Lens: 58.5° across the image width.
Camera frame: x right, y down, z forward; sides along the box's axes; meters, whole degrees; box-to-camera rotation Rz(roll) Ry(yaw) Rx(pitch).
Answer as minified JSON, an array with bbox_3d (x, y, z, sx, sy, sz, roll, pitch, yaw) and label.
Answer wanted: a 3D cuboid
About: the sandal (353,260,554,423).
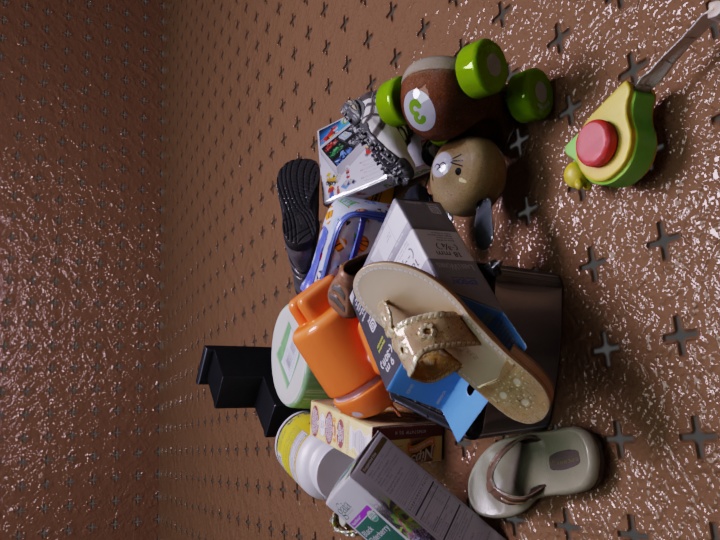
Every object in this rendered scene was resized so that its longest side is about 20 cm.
[{"bbox_3d":[0.069,0.070,0.557,0.210,0.070,0.079,35,126,11],"label":"sandal"}]

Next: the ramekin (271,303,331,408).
[{"bbox_3d":[-0.088,0.150,1.147,0.199,0.096,0.206,-13,75,61],"label":"ramekin"}]

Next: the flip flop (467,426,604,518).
[{"bbox_3d":[0.172,0.215,0.682,0.200,0.056,0.083,-42,51,53],"label":"flip flop"}]

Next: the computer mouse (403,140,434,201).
[{"bbox_3d":[0.091,-0.106,0.816,0.034,0.058,0.203,-14,47,45],"label":"computer mouse"}]

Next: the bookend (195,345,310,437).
[{"bbox_3d":[-0.197,0.243,1.244,0.201,0.195,0.094,52,129,50],"label":"bookend"}]

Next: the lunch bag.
[{"bbox_3d":[0.000,0.000,0.929,0.076,0.157,0.204,52,131,53],"label":"lunch bag"}]

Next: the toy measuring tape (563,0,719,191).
[{"bbox_3d":[0.250,-0.131,0.560,0.200,0.072,0.075,-51,44,49],"label":"toy measuring tape"}]

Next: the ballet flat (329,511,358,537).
[{"bbox_3d":[0.012,0.364,0.970,0.201,0.063,0.077,-53,42,46],"label":"ballet flat"}]

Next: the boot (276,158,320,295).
[{"bbox_3d":[-0.094,-0.068,1.003,0.133,0.068,0.203,89,-178,-49],"label":"boot"}]

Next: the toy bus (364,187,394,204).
[{"bbox_3d":[-0.008,-0.063,1.020,0.065,0.077,0.204,20,91,61],"label":"toy bus"}]

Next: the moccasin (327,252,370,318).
[{"bbox_3d":[0.041,-0.009,0.817,0.074,0.198,0.079,44,134,32],"label":"moccasin"}]

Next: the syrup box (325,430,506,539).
[{"bbox_3d":[0.064,0.292,0.745,0.199,0.081,0.079,38,132,6],"label":"syrup box"}]

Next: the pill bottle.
[{"bbox_3d":[-0.065,0.305,1.057,0.199,0.110,0.116,180,93,-67],"label":"pill bottle"}]

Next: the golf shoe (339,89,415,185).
[{"bbox_3d":[0.041,-0.191,0.849,0.093,0.078,0.202,-31,44,3],"label":"golf shoe"}]

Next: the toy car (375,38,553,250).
[{"bbox_3d":[0.108,-0.121,0.722,0.163,0.155,0.206,-4,77,52],"label":"toy car"}]

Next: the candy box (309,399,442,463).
[{"bbox_3d":[0.017,0.226,0.920,0.199,0.113,0.057,0,87,62],"label":"candy box"}]

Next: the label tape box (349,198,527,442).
[{"bbox_3d":[0.065,0.047,0.649,0.146,0.062,0.202,-65,34,36],"label":"label tape box"}]

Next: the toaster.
[{"bbox_3d":[0.126,0.078,0.722,0.199,0.116,0.186,8,95,62],"label":"toaster"}]

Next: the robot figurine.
[{"bbox_3d":[-0.013,0.108,0.850,0.142,0.117,0.202,-30,97,26],"label":"robot figurine"}]

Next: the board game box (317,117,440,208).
[{"bbox_3d":[0.024,-0.182,0.949,0.197,0.034,0.130,-18,69,33],"label":"board game box"}]
